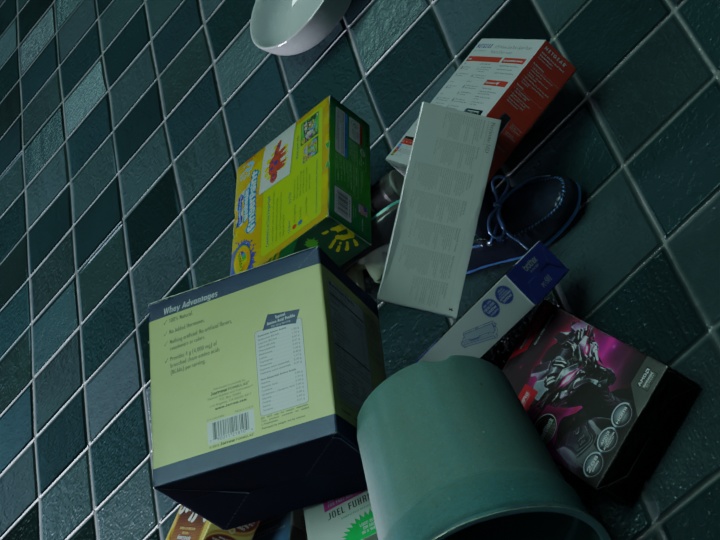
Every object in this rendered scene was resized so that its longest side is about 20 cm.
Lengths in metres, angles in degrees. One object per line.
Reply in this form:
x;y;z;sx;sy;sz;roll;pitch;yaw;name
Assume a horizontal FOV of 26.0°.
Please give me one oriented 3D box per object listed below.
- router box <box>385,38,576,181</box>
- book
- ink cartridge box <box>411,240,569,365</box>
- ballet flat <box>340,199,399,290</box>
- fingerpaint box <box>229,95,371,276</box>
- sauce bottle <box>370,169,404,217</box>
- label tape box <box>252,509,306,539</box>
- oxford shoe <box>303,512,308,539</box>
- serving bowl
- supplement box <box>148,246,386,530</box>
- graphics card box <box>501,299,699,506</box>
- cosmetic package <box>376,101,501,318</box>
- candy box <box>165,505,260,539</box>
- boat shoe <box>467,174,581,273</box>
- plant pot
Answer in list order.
0.125;-0.165;1.677;0.180;0.049;0.200;-51;17;-2;router box
0.006;0.208;1.541;0.133;0.048;0.200;-27;30;6;book
0.111;0.061;1.520;0.200;0.044;0.094;-48;-5;34;ink cartridge box
0.000;0.000;1.782;0.200;0.073;0.073;-37;38;22;ballet flat
-0.068;-0.074;1.798;0.167;0.073;0.201;-35;37;31;fingerpaint box
-0.020;-0.052;1.845;0.200;0.065;0.065;-32;41;34;sauce bottle
-0.095;0.263;1.695;0.144;0.063;0.201;-30;43;40;label tape box
-0.014;0.302;1.534;0.073;0.084;0.200;-52;34;10;oxford shoe
-0.066;-0.380;2.168;0.200;0.066;0.201;-35;39;35;serving bowl
-0.088;0.116;1.516;0.199;0.134;0.201;-18;57;19;supplement box
0.202;0.116;1.413;0.126;0.051;0.200;-59;33;1;graphics card box
0.077;-0.058;1.546;0.051;0.082;0.201;74;-150;-87;cosmetic package
-0.137;0.231;1.648;0.201;0.056;0.117;-67;20;-6;candy box
0.137;-0.045;1.613;0.200;0.069;0.084;-31;42;37;boat shoe
0.089;0.192;1.347;0.200;0.200;0.197;-44;42;24;plant pot
